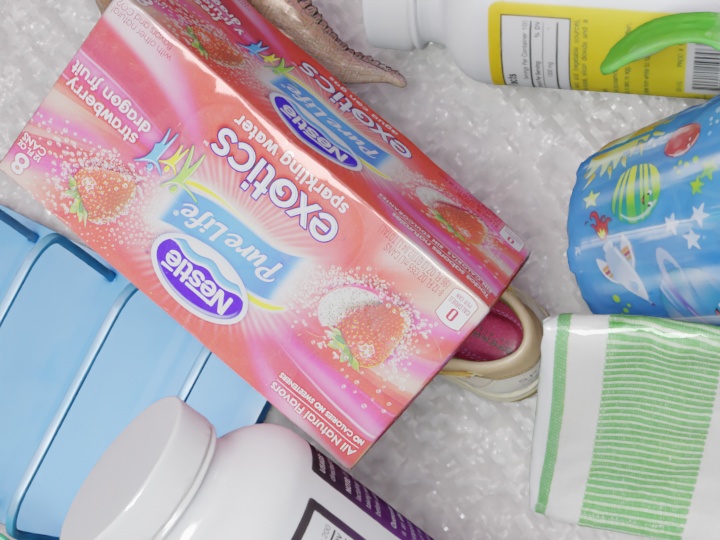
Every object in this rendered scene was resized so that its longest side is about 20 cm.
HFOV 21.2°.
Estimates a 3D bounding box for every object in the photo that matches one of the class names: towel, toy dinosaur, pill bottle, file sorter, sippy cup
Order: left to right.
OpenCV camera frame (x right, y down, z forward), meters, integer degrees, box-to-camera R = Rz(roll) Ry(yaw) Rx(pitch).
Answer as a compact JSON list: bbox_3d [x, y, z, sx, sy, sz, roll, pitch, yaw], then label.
[{"bbox_3d":[-0.158,0.049,0.898,0.199,0.123,0.139,26,84,13],"label":"file sorter"},{"bbox_3d":[-0.078,-0.129,0.922,0.199,0.086,0.136,7,95,27],"label":"toy dinosaur"},{"bbox_3d":[-0.023,0.141,0.795,0.200,0.112,0.113,39,86,-17],"label":"pill bottle"},{"bbox_3d":[0.105,-0.140,0.900,0.199,0.112,0.113,5,79,10],"label":"pill bottle"},{"bbox_3d":[0.167,-0.020,0.849,0.130,0.139,0.179,-12,83,40],"label":"sippy cup"},{"bbox_3d":[0.173,0.081,0.832,0.199,0.153,0.023,11,51,12],"label":"towel"}]

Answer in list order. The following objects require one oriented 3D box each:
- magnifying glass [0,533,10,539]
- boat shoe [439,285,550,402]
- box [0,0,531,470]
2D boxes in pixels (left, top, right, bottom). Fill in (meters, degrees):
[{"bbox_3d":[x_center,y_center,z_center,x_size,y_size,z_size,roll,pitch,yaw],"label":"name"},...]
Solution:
[{"bbox_3d":[-0.133,0.178,0.850,0.199,0.022,0.080,28,74,5],"label":"magnifying glass"},{"bbox_3d":[0.000,0.000,0.910,0.199,0.069,0.074,20,82,12],"label":"boat shoe"},{"bbox_3d":[-0.039,-0.026,0.825,0.200,0.095,0.103,41,113,2],"label":"box"}]
